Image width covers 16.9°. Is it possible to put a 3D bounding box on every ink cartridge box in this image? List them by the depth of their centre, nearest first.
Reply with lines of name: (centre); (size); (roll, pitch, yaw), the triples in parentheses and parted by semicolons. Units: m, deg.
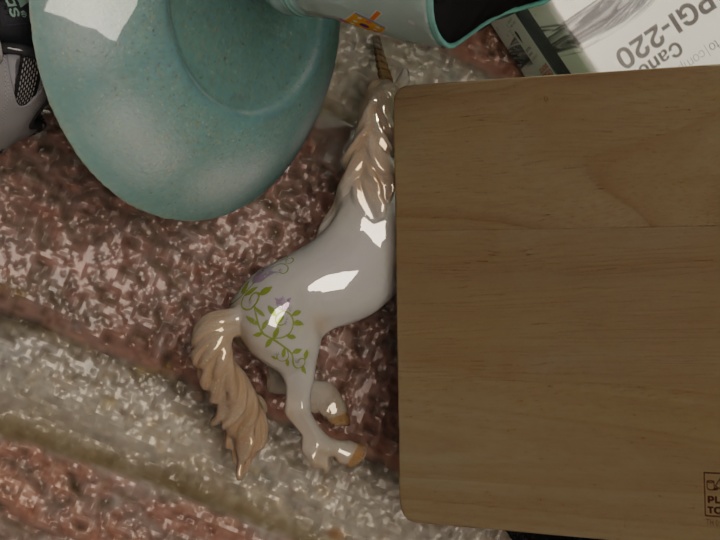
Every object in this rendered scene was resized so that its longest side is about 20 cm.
ink cartridge box: (0.135, -0.157, 1.186); (0.146, 0.085, 0.200); (-36, 99, -15)

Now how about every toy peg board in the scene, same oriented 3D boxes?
toy peg board: (0.122, 0.014, 1.073); (0.098, 0.200, 0.199); (-3, 92, -47)

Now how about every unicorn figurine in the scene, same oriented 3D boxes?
unicorn figurine: (0.000, 0.000, 1.138); (0.200, 0.074, 0.137); (-44, 117, -30)

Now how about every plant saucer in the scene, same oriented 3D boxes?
plant saucer: (-0.064, -0.122, 1.095); (0.201, 0.039, 0.201); (-2, 93, -50)

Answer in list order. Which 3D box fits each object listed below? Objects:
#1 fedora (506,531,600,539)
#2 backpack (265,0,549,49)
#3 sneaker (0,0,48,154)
fedora: (0.144, 0.062, 1.149); (0.092, 0.201, 0.201); (19, 81, -46)
backpack: (0.023, -0.187, 1.015); (0.153, 0.200, 0.176); (16, 115, 10)
sneaker: (-0.179, -0.115, 1.043); (0.140, 0.200, 0.078); (-24, 62, -13)
